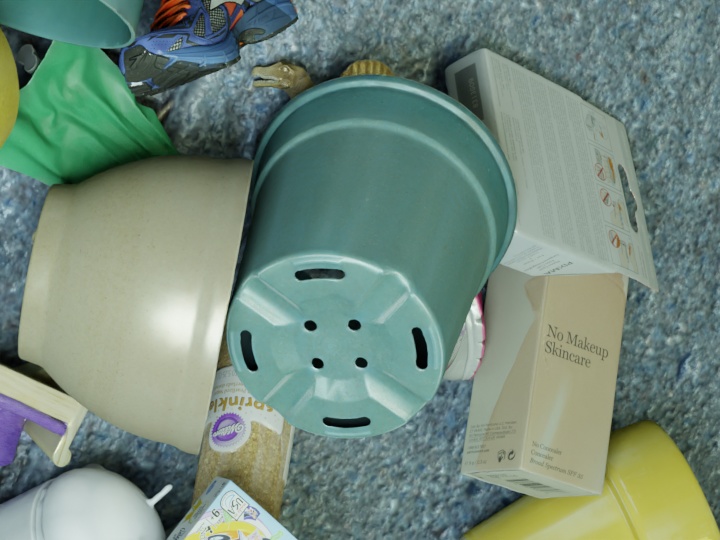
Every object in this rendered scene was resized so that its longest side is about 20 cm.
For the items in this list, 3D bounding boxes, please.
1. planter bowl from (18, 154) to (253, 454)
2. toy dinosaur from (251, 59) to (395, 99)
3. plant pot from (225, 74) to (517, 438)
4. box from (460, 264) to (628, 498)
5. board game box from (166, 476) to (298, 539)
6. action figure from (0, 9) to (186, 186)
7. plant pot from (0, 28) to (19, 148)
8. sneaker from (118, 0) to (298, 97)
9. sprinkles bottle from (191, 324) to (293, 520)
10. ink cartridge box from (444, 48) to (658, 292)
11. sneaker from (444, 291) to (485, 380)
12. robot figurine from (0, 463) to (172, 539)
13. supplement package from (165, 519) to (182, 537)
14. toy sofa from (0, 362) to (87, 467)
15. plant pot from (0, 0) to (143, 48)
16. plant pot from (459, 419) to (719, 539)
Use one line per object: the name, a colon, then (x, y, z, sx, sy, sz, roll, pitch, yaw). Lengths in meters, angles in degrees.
planter bowl: (-0.154, 0.011, 1.280, 0.134, 0.200, 0.202, 11, 101, -5)
toy dinosaur: (0.010, -0.108, 1.446, 0.199, 0.058, 0.102, 7, 101, -32)
plant pot: (0.000, 0.000, 1.319, 0.198, 0.197, 0.201, 5, 124, 8)
box: (0.150, 0.074, 1.531, 0.094, 0.078, 0.202, 18, 72, -33)
board game box: (-0.106, 0.259, 1.283, 0.134, 0.034, 0.200, 42, 74, -16)
action figure: (-0.175, -0.080, 1.349, 0.200, 0.055, 0.119, 40, 82, -40)
plant pot: (-0.300, -0.111, 1.201, 0.142, 0.199, 0.202, -23, 118, -44)
sneaker: (-0.115, -0.175, 1.311, 0.079, 0.075, 0.200, 64, 27, -12)
sprinkles bottle: (-0.084, 0.128, 1.394, 0.068, 0.068, 0.201, 29, 55, -34)
ink cartridge box: (0.152, -0.069, 1.505, 0.199, 0.047, 0.161, 20, 53, -46)
sneaker: (0.048, 0.006, 1.498, 0.087, 0.082, 0.201, -9, 127, 6)
robot figurine: (-0.218, 0.211, 1.347, 0.199, 0.170, 0.113, -27, 126, 23)
supplement package: (-0.148, 0.289, 1.443, 0.199, 0.117, 0.118, -33, 118, -18)
toy sofa: (-0.290, 0.075, 1.314, 0.199, 0.083, 0.098, 29, 90, -33)
plant pot: (-0.210, -0.254, 1.197, 0.200, 0.200, 0.162, 24, 79, -33)
plant pot: (0.191, 0.249, 1.597, 0.188, 0.201, 0.202, -19, 115, -6)
